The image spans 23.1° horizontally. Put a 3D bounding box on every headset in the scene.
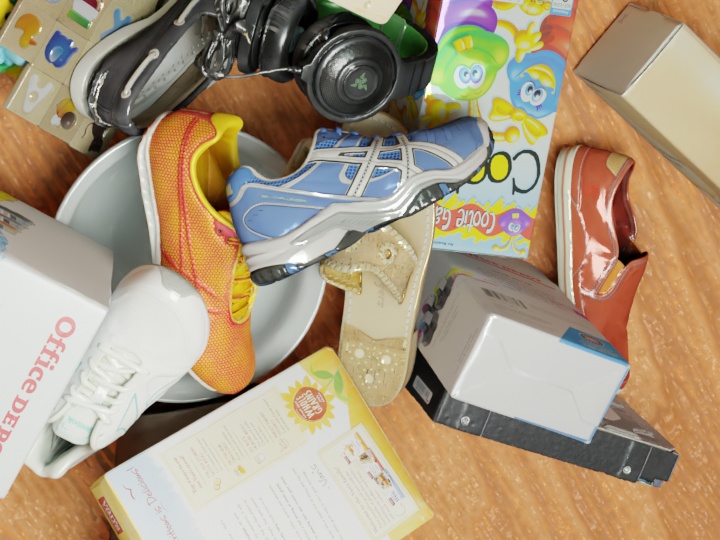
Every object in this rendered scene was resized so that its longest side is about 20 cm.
[{"bbox_3d":[-0.030,-0.156,1.142,0.200,0.123,0.094,-21,133,-49],"label":"headset"}]

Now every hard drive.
[{"bbox_3d":[0.128,0.101,1.335,0.200,0.140,0.038,19,101,-19],"label":"hard drive"}]

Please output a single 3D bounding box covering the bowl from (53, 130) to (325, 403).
[{"bbox_3d":[-0.128,-0.015,1.254,0.200,0.090,0.202,-4,108,-14],"label":"bowl"}]

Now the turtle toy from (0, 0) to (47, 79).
[{"bbox_3d":[-0.284,-0.180,1.153,0.199,0.101,0.146,-12,109,-12],"label":"turtle toy"}]

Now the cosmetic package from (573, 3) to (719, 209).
[{"bbox_3d":[0.265,-0.106,1.329,0.200,0.105,0.071,39,94,-21],"label":"cosmetic package"}]

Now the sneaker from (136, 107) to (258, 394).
[{"bbox_3d":[-0.096,-0.007,1.167,0.077,0.073,0.201,4,115,30],"label":"sneaker"}]

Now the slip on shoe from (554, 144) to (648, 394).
[{"bbox_3d":[0.190,0.002,1.351,0.061,0.074,0.201,0,106,25],"label":"slip on shoe"}]

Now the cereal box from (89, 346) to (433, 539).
[{"bbox_3d":[-0.064,0.157,1.193,0.200,0.040,0.144,-28,85,-32],"label":"cereal box"}]

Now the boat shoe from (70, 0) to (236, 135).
[{"bbox_3d":[-0.106,-0.163,1.198,0.200,0.060,0.074,-40,139,-25],"label":"boat shoe"}]

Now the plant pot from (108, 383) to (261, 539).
[{"bbox_3d":[-0.105,0.179,1.282,0.199,0.200,0.174,-11,93,-12],"label":"plant pot"}]

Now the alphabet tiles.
[{"bbox_3d":[-0.158,-0.177,1.185,0.200,0.006,0.166,-60,146,0],"label":"alphabet tiles"}]

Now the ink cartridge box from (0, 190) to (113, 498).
[{"bbox_3d":[-0.274,0.020,1.111,0.200,0.145,0.146,29,101,-13],"label":"ink cartridge box"}]

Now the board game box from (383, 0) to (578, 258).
[{"bbox_3d":[0.076,-0.122,1.270,0.103,0.105,0.201,5,105,-17],"label":"board game box"}]

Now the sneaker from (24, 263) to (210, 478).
[{"bbox_3d":[-0.161,0.074,1.154,0.070,0.080,0.200,36,132,-2],"label":"sneaker"}]

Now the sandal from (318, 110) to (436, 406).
[{"bbox_3d":[0.006,0.000,1.208,0.077,0.070,0.212,6,109,18],"label":"sandal"}]

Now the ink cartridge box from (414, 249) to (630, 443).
[{"bbox_3d":[0.100,0.040,1.278,0.115,0.200,0.068,21,104,-20],"label":"ink cartridge box"}]

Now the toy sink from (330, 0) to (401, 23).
[{"bbox_3d":[-0.051,-0.264,1.135,0.130,0.200,0.112,17,115,-49],"label":"toy sink"}]

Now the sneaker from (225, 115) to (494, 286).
[{"bbox_3d":[0.003,-0.063,1.141,0.200,0.076,0.077,-27,91,-28],"label":"sneaker"}]
